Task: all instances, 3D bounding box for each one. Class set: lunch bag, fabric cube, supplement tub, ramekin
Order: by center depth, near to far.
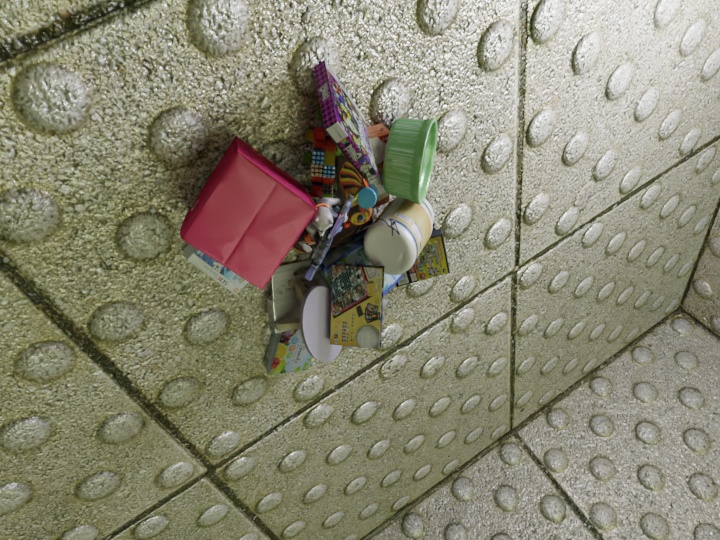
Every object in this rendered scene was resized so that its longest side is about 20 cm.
[{"bbox_3d":[-0.232,-0.124,1.117,0.197,0.197,0.201,33,101,-23],"label":"fabric cube"},{"bbox_3d":[0.120,-0.272,1.318,0.200,0.095,0.207,12,89,-77],"label":"ramekin"},{"bbox_3d":[0.105,-0.100,1.395,0.201,0.141,0.148,-52,157,-48],"label":"supplement tub"},{"bbox_3d":[0.000,0.000,1.461,0.197,0.127,0.173,-34,112,-8],"label":"lunch bag"}]

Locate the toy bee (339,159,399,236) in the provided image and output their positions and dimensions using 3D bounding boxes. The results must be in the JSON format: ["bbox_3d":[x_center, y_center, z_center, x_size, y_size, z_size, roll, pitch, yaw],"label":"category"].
[{"bbox_3d":[-0.006,-0.151,1.241,0.107,0.205,0.131,-27,173,14],"label":"toy bee"}]

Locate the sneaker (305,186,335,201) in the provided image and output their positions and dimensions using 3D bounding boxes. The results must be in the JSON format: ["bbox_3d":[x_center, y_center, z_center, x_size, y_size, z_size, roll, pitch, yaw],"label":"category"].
[{"bbox_3d":[-0.151,-0.151,1.299,0.195,0.074,0.091,-7,128,-32],"label":"sneaker"}]

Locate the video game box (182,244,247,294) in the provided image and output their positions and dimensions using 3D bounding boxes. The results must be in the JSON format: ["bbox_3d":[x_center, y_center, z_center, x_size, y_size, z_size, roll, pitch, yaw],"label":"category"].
[{"bbox_3d":[-0.292,-0.059,1.293,0.199,0.047,0.182,-43,141,2],"label":"video game box"}]

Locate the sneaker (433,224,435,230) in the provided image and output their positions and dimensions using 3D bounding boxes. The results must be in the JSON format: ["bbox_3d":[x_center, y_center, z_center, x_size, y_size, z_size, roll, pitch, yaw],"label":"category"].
[{"bbox_3d":[0.198,-0.110,1.613,0.196,0.061,0.105,14,121,-40],"label":"sneaker"}]

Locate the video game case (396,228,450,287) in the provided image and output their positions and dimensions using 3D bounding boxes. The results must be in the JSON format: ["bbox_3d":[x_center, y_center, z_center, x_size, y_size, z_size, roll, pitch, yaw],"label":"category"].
[{"bbox_3d":[0.172,-0.034,1.621,0.175,0.026,0.202,-15,143,7],"label":"video game case"}]

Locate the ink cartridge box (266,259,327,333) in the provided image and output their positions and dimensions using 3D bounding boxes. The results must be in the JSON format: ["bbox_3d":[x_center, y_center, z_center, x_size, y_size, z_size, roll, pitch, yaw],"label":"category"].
[{"bbox_3d":[-0.163,0.060,1.482,0.195,0.044,0.183,-12,106,-35],"label":"ink cartridge box"}]

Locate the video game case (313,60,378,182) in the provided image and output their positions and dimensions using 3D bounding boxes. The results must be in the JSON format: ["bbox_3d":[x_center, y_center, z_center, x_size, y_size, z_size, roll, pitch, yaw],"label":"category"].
[{"bbox_3d":[-0.030,-0.318,1.155,0.035,0.205,0.181,-24,143,19],"label":"video game case"}]

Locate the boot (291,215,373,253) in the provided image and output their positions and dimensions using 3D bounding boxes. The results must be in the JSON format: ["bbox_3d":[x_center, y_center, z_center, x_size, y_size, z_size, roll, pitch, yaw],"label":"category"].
[{"bbox_3d":[-0.080,-0.107,1.350,0.164,0.074,0.197,-29,163,33],"label":"boot"}]

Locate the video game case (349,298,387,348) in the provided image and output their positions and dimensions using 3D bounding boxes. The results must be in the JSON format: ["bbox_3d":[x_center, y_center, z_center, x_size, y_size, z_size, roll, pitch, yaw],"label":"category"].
[{"bbox_3d":[-0.028,0.149,1.692,0.180,0.023,0.202,24,109,-46],"label":"video game case"}]

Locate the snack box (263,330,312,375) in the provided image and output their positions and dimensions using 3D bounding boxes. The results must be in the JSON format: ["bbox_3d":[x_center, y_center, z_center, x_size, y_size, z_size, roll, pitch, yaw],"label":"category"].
[{"bbox_3d":[-0.194,0.208,1.591,0.139,0.053,0.205,-2,124,-37],"label":"snack box"}]

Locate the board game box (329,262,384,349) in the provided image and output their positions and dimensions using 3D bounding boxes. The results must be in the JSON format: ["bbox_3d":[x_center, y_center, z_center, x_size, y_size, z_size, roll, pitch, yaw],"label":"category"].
[{"bbox_3d":[-0.009,0.088,1.359,0.131,0.035,0.208,4,99,10],"label":"board game box"}]

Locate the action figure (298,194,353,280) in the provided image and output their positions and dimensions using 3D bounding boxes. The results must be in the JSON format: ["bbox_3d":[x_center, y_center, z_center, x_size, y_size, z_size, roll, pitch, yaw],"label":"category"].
[{"bbox_3d":[-0.104,-0.088,1.173,0.103,0.193,0.204,30,78,-14],"label":"action figure"}]

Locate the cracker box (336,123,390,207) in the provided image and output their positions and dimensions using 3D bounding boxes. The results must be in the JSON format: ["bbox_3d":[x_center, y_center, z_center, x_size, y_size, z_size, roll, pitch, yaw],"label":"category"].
[{"bbox_3d":[0.010,-0.249,1.350,0.131,0.058,0.204,-22,135,-22],"label":"cracker box"}]

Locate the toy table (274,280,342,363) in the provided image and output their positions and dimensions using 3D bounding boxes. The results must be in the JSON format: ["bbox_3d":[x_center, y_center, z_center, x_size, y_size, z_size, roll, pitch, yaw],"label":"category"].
[{"bbox_3d":[-0.125,0.131,1.425,0.179,0.116,0.208,-8,104,-35],"label":"toy table"}]

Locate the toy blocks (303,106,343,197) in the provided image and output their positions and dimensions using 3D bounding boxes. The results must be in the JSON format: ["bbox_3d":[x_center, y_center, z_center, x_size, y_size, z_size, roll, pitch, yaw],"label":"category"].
[{"bbox_3d":[-0.081,-0.244,1.186,0.096,0.137,0.207,4,112,-3],"label":"toy blocks"}]
